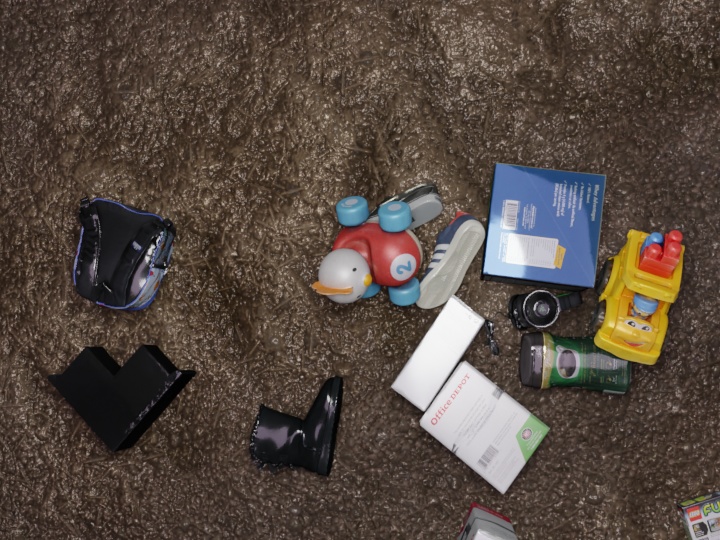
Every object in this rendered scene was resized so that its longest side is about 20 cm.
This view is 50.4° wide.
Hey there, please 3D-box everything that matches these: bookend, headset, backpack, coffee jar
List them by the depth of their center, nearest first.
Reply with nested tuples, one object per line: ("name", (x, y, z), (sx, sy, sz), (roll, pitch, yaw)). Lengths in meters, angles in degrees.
("headset", (0.312, 0.086, 1.385), (0.195, 0.123, 0.097), (-13, 86, -17))
("coffee jar", (0.390, 0.168, 1.404), (0.194, 0.085, 0.108), (3, 88, 6))
("backpack", (-0.460, -0.022, 1.484), (0.195, 0.154, 0.195), (16, 80, 13))
("bookend", (-0.465, 0.206, 1.497), (0.199, 0.092, 0.199), (42, 90, 9))

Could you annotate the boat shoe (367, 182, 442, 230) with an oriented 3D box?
("boat shoe", (0.064, -0.106, 1.477), (0.196, 0.071, 0.065), (-23, 51, 13))

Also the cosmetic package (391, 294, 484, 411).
("cosmetic package", (0.144, 0.154, 1.421), (0.080, 0.113, 0.202), (35, 88, 9))

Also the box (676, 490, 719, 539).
("box", (0.685, 0.447, 1.376), (0.195, 0.035, 0.113), (-18, 84, 5))

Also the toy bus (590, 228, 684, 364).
("toy bus", (0.494, 0.028, 1.321), (0.132, 0.194, 0.203), (19, 55, 7))

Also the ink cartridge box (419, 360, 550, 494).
("ink cartridge box", (0.225, 0.283, 1.415), (0.199, 0.084, 0.147), (38, 90, 8))

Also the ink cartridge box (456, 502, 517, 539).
("ink cartridge box", (0.209, 0.511, 1.342), (0.082, 0.200, 0.148), (23, 88, 7))

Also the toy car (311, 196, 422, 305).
("toy car", (0.000, 0.000, 1.361), (0.173, 0.200, 0.189), (10, 125, 30))

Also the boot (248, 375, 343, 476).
("boot", (-0.122, 0.290, 1.464), (0.158, 0.073, 0.204), (10, 88, 10))

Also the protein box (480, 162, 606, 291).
("protein box", (0.329, -0.075, 1.403), (0.194, 0.135, 0.205), (7, 86, 7))

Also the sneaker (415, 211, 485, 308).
("sneaker", (0.161, -0.022, 1.458), (0.074, 0.085, 0.202), (23, 112, -30))
